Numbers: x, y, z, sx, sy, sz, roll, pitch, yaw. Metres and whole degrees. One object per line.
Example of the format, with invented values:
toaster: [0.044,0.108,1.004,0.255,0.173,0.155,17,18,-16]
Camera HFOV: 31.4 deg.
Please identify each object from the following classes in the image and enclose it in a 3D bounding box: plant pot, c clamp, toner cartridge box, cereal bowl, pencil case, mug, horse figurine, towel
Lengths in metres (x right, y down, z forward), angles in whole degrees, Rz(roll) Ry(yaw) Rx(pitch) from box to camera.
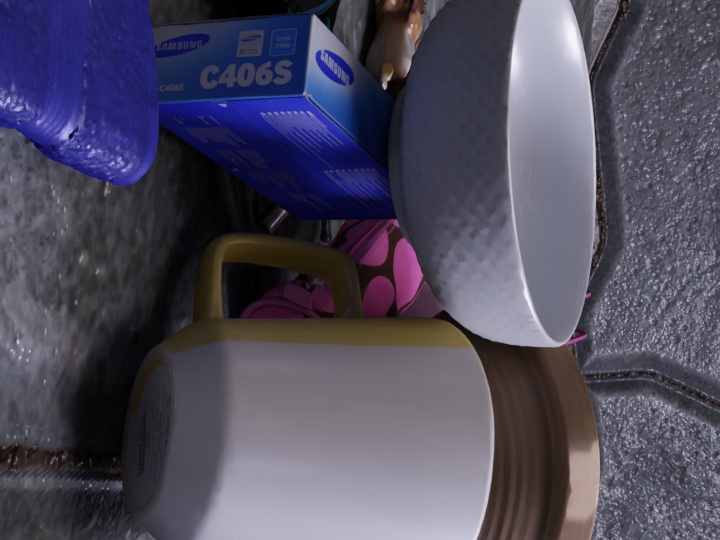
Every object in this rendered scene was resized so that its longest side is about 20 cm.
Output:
plant pot: [0.043,0.115,0.761,0.201,0.092,0.202,-21,-115,58]
c clamp: [-0.047,-0.067,0.811,0.200,0.027,0.172,-50,142,-63]
toner cartridge box: [-0.029,-0.075,0.691,0.200,0.094,0.043,35,57,-64]
cereal bowl: [0.069,-0.058,0.698,0.200,0.083,0.201,-2,90,-68]
pencil case: [0.000,0.000,0.840,0.200,0.090,0.094,-52,149,-49]
mug: [-0.042,0.081,0.661,0.187,0.152,0.150,50,-54,58]
horse figurine: [0.030,-0.165,0.995,0.133,0.050,0.201,104,-9,-65]
towel: [-0.130,-0.120,0.459,0.200,0.049,0.149,28,62,-73]

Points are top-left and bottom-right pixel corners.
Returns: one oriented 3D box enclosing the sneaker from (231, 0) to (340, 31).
sneaker: [-0.044,-0.166,0.696,0.200,0.073,0.082,-7,101,-75]

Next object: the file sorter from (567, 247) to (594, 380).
file sorter: [0.160,0.065,1.342,0.125,0.139,0.201,-10,107,-46]

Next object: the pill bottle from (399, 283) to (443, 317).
pill bottle: [0.029,0.088,0.990,0.200,0.114,0.115,68,32,-61]
